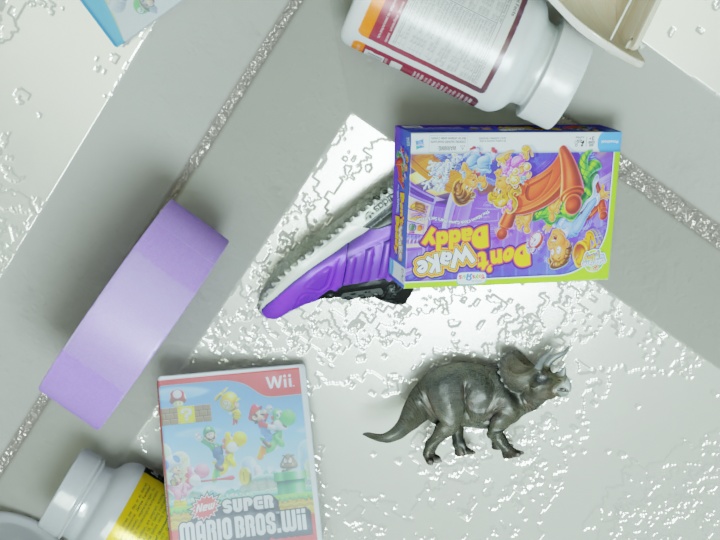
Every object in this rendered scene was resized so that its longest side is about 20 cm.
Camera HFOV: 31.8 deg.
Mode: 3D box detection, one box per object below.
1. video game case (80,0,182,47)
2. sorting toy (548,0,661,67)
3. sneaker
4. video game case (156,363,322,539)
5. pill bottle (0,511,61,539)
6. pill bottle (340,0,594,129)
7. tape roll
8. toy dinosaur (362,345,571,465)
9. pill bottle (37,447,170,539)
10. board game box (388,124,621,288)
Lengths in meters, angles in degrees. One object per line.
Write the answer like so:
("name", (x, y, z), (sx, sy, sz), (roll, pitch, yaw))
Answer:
("video game case", (-0.180, -0.299, 1.071), (0.199, 0.018, 0.144), (-28, 109, 27))
("sorting toy", (0.186, -0.299, 1.020), (0.179, 0.107, 0.202), (19, 105, -25))
("sneaker", (0.000, 0.000, 1.152), (0.199, 0.070, 0.100), (-37, 103, 11))
("video game case", (-0.111, 0.193, 1.172), (0.141, 0.017, 0.203), (-4, 79, -15))
("pill bottle", (-0.367, 0.349, 1.234), (0.115, 0.116, 0.202), (22, 105, -4))
("pill bottle", (0.091, -0.204, 1.075), (0.198, 0.110, 0.110), (25, 104, -5))
("tape roll", (-0.197, 0.038, 1.102), (0.065, 0.200, 0.201), (36, 103, -7))
("toy dinosaur", (0.101, 0.125, 1.190), (0.197, 0.077, 0.104), (-5, 93, 9))
("pill bottle", (-0.200, 0.256, 1.204), (0.199, 0.113, 0.113), (32, 104, -7))
("board game box", (0.127, -0.058, 1.113), (0.198, 0.045, 0.136), (-3, 105, -17))
